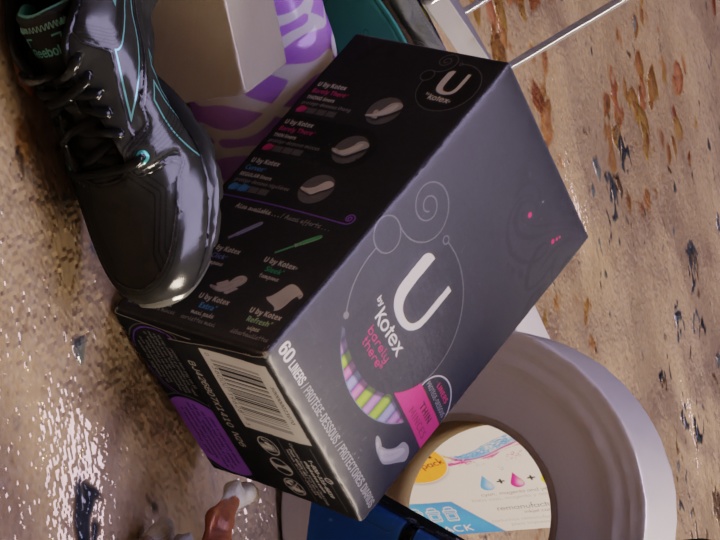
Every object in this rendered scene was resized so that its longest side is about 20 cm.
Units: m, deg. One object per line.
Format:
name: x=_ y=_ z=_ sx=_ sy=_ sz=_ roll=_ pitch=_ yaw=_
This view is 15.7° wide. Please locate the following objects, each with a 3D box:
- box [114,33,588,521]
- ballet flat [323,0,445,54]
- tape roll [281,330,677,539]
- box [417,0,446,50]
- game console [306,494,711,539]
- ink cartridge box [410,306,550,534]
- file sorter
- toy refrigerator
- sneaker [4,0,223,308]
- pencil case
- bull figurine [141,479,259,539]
box: x=0.000 y=0.000 z=1.253 sx=0.200 sy=0.106 sz=0.122 roll=-51 pitch=133 yaw=-26
ballet flat: x=-0.004 y=-0.147 z=1.406 sx=0.064 sy=0.067 sz=0.200 roll=37 pitch=24 yaw=-53
tape roll: x=0.062 y=0.130 z=1.373 sx=0.071 sy=0.202 sz=0.203 roll=14 pitch=70 yaw=-70
box: x=0.029 y=-0.080 z=1.433 sx=0.064 sy=0.070 sz=0.200 roll=53 pitch=11 yaw=-54
game console: x=0.066 y=0.198 z=1.291 sx=0.118 sy=0.171 sz=0.200 roll=-25 pitch=132 yaw=-44
ink cartridge box: x=0.052 y=0.069 z=1.491 sx=0.200 sy=0.115 sz=0.068 roll=62 pitch=28 yaw=-45
file sorter: x=0.065 y=-0.231 z=1.493 sx=0.200 sy=0.124 sz=0.139 roll=63 pitch=8 yaw=24
toy refrigerator: x=-0.097 y=-0.181 z=1.213 sx=0.070 sy=0.076 sz=0.200 roll=-47 pitch=127 yaw=-65
sneaker: x=-0.120 y=-0.079 z=1.146 sx=0.079 sy=0.075 sz=0.200 roll=-10 pitch=85 yaw=-59
pencil case: x=-0.045 y=-0.080 z=1.329 sx=0.085 sy=0.084 sz=0.200 roll=40 pitch=-31 yaw=60
bull figurine: x=-0.059 y=0.198 z=1.213 sx=0.121 sy=0.065 sz=0.200 roll=-72 pitch=151 yaw=-54
